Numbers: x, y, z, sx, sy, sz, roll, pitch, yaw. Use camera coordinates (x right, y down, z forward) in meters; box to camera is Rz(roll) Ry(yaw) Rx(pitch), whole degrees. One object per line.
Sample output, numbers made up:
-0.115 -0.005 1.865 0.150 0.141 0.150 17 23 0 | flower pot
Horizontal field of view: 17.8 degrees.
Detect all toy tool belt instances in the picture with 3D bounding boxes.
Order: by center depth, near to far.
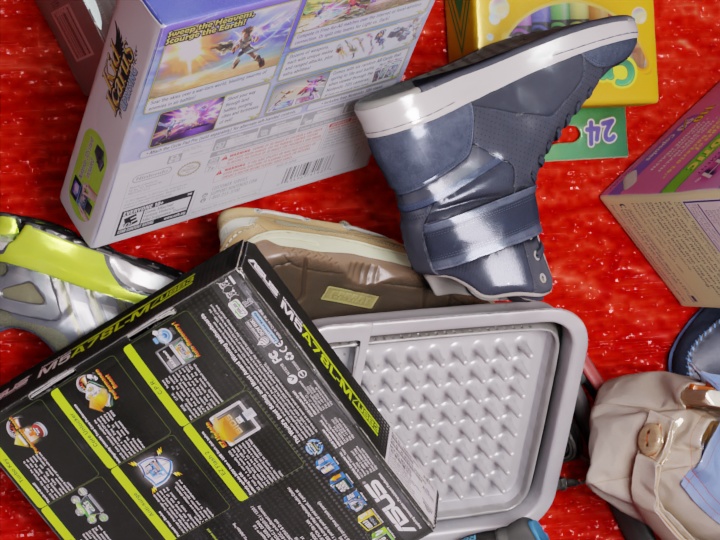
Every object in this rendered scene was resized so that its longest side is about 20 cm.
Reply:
0.242 0.121 1.420 0.199 0.122 0.126 25 58 -34 | toy tool belt

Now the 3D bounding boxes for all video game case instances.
-0.059 -0.109 1.293 0.199 0.182 0.046 -18 61 -33 | video game case

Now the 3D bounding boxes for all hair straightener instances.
0.142 0.112 1.454 0.077 0.041 0.201 -36 107 -16 | hair straightener

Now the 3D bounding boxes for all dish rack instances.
0.031 0.090 1.386 0.198 0.044 0.173 -4 122 -20 | dish rack

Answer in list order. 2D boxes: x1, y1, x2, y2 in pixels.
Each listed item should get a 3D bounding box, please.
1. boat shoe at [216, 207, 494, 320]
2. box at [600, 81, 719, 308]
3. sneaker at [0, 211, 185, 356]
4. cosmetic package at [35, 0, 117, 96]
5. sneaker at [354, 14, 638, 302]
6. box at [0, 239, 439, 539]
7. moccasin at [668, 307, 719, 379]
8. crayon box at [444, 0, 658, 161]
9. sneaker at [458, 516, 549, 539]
0.000 0.000 1.389 0.199 0.076 0.072 21 117 -38 | boat shoe
0.274 -0.069 1.420 0.176 0.200 0.097 -43 104 -14 | box
-0.136 0.033 1.347 0.199 0.074 0.082 22 94 -14 | sneaker
-0.081 -0.180 1.339 0.199 0.107 0.091 -31 99 -19 | cosmetic package
0.099 -0.062 1.360 0.201 0.077 0.147 -25 100 -29 | sneaker
-0.087 0.110 1.310 0.192 0.048 0.201 -30 110 20 | box
0.291 0.025 1.495 0.199 0.068 0.081 -30 100 -17 | moccasin
0.119 -0.169 1.441 0.125 0.052 0.202 -4 92 -20 | crayon box
0.100 0.254 1.438 0.081 0.073 0.202 -15 100 9 | sneaker
